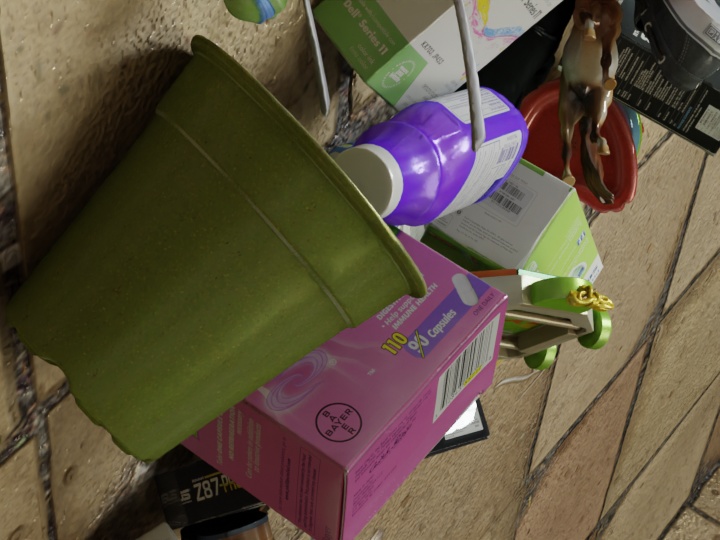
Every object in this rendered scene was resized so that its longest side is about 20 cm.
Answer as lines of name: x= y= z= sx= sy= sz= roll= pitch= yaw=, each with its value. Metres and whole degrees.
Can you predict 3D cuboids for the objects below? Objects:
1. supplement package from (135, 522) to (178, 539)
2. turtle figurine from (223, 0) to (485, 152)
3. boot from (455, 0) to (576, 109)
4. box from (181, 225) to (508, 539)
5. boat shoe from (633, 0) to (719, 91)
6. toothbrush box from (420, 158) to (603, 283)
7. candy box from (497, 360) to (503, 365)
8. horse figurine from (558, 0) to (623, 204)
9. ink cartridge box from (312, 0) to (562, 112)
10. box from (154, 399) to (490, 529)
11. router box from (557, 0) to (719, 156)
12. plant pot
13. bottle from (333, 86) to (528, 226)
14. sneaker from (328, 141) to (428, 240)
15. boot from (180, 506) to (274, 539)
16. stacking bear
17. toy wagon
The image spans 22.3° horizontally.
supplement package: x=-0.128 y=0.304 z=1.296 sx=0.117 sy=0.201 sz=0.117 roll=-32 pitch=153 yaw=-11
turtle figurine: x=0.011 y=-0.194 z=1.048 sx=0.195 sy=0.199 sz=0.144 roll=-58 pitch=-166 yaw=-11
boot: x=0.125 y=-0.205 z=1.383 sx=0.198 sy=0.073 sz=0.164 roll=-41 pitch=156 yaw=-55
box: x=-0.036 y=0.048 z=1.183 sx=0.176 sy=0.199 sz=0.097 roll=-44 pitch=154 yaw=-33
boat shoe: x=0.232 y=-0.195 z=1.376 sx=0.057 sy=0.068 sz=0.200 roll=-51 pitch=-161 yaw=19
toothbrush box: x=0.105 y=-0.033 z=1.469 sx=0.086 sy=0.145 sz=0.200 roll=-55 pitch=158 yaw=-8
candy box: x=0.081 y=0.069 z=1.683 sx=0.200 sy=0.056 sz=0.117 roll=-39 pitch=152 yaw=-45
horse figurine: x=0.179 y=-0.151 z=1.397 sx=0.133 sy=0.049 sz=0.201 roll=-81 pitch=173 yaw=-50
ink cartridge box: x=0.078 y=-0.195 z=1.205 sx=0.200 sy=0.068 sz=0.117 roll=-40 pitch=161 yaw=9
box: x=-0.027 y=0.138 z=1.351 sx=0.199 sy=0.050 sz=0.161 roll=-11 pitch=170 yaw=-41
router box: x=0.266 y=-0.203 z=1.525 sx=0.201 sy=0.149 sz=0.062 roll=-58 pitch=175 yaw=-46
plant pot: x=-0.096 y=0.004 z=1.048 sx=0.190 sy=0.200 sz=0.200 roll=-43 pitch=158 yaw=-5
bottle: x=0.043 y=-0.071 z=1.198 sx=0.084 sy=0.065 sz=0.200 roll=-54 pitch=166 yaw=26
sneaker: x=0.000 y=0.000 z=1.335 sx=0.076 sy=0.075 sz=0.202 roll=2 pitch=93 yaw=-36
boot: x=-0.090 y=0.234 z=1.390 sx=0.074 sy=0.098 sz=0.200 roll=-17 pitch=179 yaw=-5
stacking bear: x=0.203 y=-0.120 z=1.633 sx=0.200 sy=0.120 sz=0.115 roll=-24 pitch=116 yaw=-71
toy wagon: x=0.114 y=0.033 z=1.369 sx=0.154 sy=0.040 sz=0.199 roll=10 pitch=159 yaw=-32
